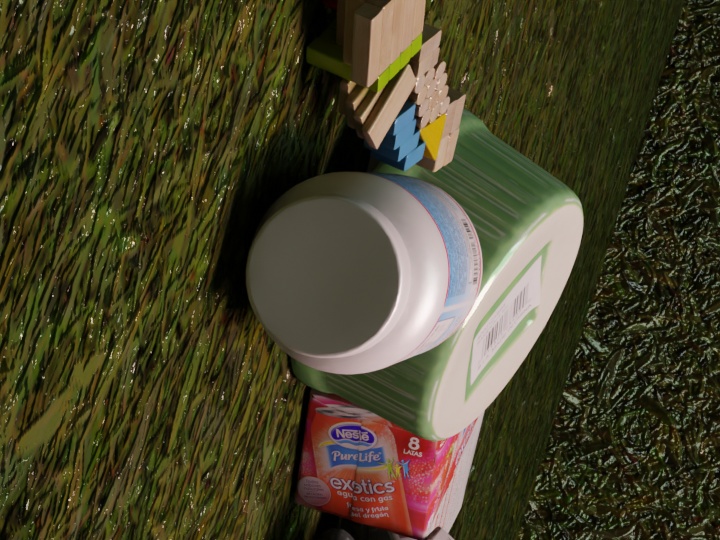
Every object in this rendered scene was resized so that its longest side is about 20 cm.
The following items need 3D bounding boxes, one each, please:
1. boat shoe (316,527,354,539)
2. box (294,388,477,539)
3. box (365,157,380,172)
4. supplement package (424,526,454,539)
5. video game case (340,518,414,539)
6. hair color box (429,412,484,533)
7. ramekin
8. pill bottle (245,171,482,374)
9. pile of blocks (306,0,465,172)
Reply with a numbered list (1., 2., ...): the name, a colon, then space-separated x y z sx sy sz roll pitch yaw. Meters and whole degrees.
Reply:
1. boat shoe: -0.013 0.255 1.757 0.200 0.073 0.065 91 23 -55
2. box: 0.032 0.078 1.669 0.200 0.095 0.100 -61 163 -53
3. box: 0.035 -0.047 1.660 0.200 0.039 0.041 36 69 -79
4. supplement package: 0.017 0.286 1.617 0.200 0.117 0.117 -47 175 13
5. video game case: 0.014 0.262 1.807 0.182 0.023 0.200 -115 -152 -51
6. hair color box: 0.044 0.182 1.995 0.200 0.064 0.111 -56 160 -66
7. ramekin: 0.053 0.008 1.519 0.200 0.098 0.200 -50 160 -25
8. pill bottle: 0.000 0.000 1.330 0.200 0.109 0.109 -7 112 -79
9. pile of blocks: 0.004 -0.108 1.354 0.082 0.062 0.200 -59 158 -17
